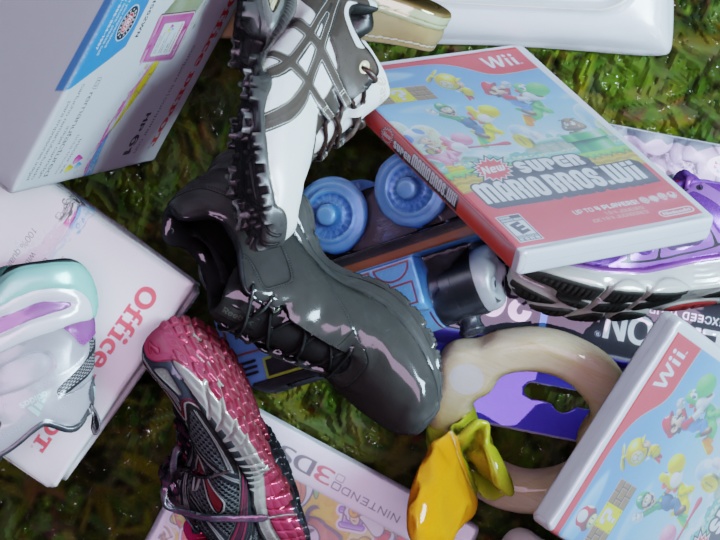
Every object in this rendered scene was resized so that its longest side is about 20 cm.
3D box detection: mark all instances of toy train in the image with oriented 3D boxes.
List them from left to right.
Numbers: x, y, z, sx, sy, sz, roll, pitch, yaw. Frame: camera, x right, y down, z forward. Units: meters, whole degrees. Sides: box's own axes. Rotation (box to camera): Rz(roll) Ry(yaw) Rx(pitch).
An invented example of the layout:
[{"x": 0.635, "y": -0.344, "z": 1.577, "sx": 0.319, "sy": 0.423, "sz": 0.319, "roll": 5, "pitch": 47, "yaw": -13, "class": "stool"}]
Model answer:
[{"x": 0.000, "y": 0.000, "z": 1.581, "sx": 0.199, "sy": 0.087, "sz": 0.115, "roll": -17, "pitch": 85, "yaw": 17, "class": "toy train"}]

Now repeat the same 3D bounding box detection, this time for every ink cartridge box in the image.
[{"x": -0.215, "y": 0.011, "z": 1.561, "sx": 0.200, "sy": 0.145, "sz": 0.147, "roll": 36, "pitch": 89, "yaw": -1, "class": "ink cartridge box"}, {"x": -0.154, "y": -0.134, "z": 1.501, "sx": 0.084, "sy": 0.200, "sz": 0.145, "roll": 34, "pitch": 107, "yaw": 10, "class": "ink cartridge box"}, {"x": 0.141, "y": 0.007, "z": 1.627, "sx": 0.197, "sy": 0.043, "sz": 0.201, "roll": 10, "pitch": 90, "yaw": -3, "class": "ink cartridge box"}]

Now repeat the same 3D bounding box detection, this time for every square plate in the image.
[{"x": 0.100, "y": -0.237, "z": 1.635, "sx": 0.199, "sy": 0.028, "sz": 0.199, "roll": 2, "pitch": 90, "yaw": -2, "class": "square plate"}]

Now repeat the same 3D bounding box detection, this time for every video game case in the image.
[{"x": -0.051, "y": 0.205, "z": 1.627, "sx": 0.181, "sy": 0.023, "sz": 0.201, "roll": 28, "pitch": 89, "yaw": -2, "class": "video game case"}, {"x": 0.093, "y": -0.069, "z": 1.540, "sx": 0.142, "sy": 0.200, "sz": 0.018, "roll": -10, "pitch": 130, "yaw": -33, "class": "video game case"}, {"x": 0.204, "y": 0.127, "z": 1.576, "sx": 0.200, "sy": 0.017, "sz": 0.143, "roll": 33, "pitch": 89, "yaw": -40, "class": "video game case"}]

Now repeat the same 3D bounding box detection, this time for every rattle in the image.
[{"x": 0.136, "y": 0.110, "z": 1.567, "sx": 0.199, "sy": 0.143, "sz": 0.131, "roll": 12, "pitch": 101, "yaw": 3, "class": "rattle"}]

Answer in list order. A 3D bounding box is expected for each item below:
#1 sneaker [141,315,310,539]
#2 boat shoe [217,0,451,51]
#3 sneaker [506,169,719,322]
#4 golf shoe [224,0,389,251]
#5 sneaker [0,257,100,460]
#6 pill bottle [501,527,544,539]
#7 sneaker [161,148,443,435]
[{"x": -0.088, "y": 0.108, "z": 1.531, "sx": 0.074, "sy": 0.200, "sz": 0.081, "roll": -20, "pitch": 45, "yaw": 1, "class": "sneaker"}, {"x": -0.044, "y": -0.152, "z": 1.605, "sx": 0.199, "sy": 0.074, "sz": 0.067, "roll": 12, "pitch": 99, "yaw": 15, "class": "boat shoe"}, {"x": 0.178, "y": -0.018, "z": 1.575, "sx": 0.199, "sy": 0.081, "sz": 0.084, "roll": -6, "pitch": 77, "yaw": -21, "class": "sneaker"}, {"x": -0.027, "y": -0.095, "z": 1.488, "sx": 0.094, "sy": 0.078, "sz": 0.201, "roll": 8, "pitch": 54, "yaw": -10, "class": "golf shoe"}, {"x": -0.240, "y": 0.072, "z": 1.450, "sx": 0.199, "sy": 0.078, "sz": 0.141, "roll": -6, "pitch": 91, "yaw": 0, "class": "sneaker"}, {"x": 0.083, "y": 0.264, "z": 1.587, "sx": 0.112, "sy": 0.112, "sz": 0.200, "roll": 34, "pitch": 89, "yaw": -2, "class": "pill bottle"}, {"x": -0.038, "y": 0.023, "z": 1.499, "sx": 0.200, "sy": 0.091, "sz": 0.076, "roll": 45, "pitch": 130, "yaw": 10, "class": "sneaker"}]
